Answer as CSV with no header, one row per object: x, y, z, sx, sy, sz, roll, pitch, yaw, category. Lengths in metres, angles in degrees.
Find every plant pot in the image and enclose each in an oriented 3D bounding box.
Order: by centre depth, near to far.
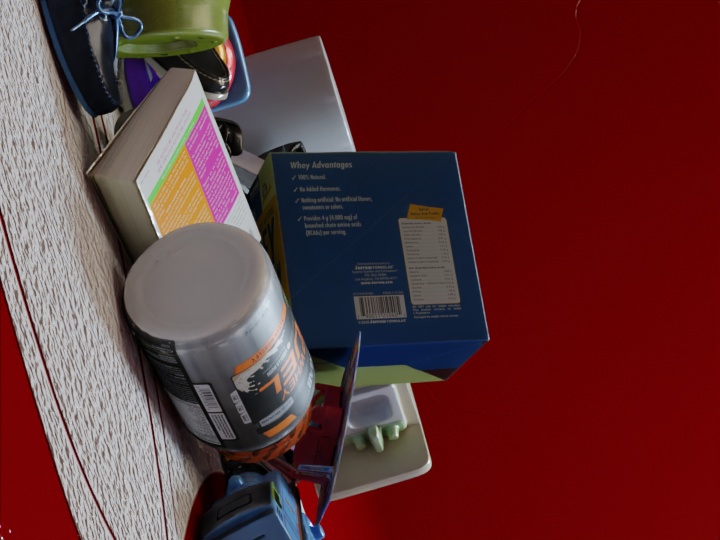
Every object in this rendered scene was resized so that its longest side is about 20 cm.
-0.189,-0.293,1.376,0.200,0.199,0.194,-11,95,-88,plant pot

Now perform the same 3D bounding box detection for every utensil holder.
-0.119,-0.176,1.849,0.170,0.199,0.171,-17,90,-87,utensil holder

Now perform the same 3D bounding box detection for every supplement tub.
-0.107,0.065,1.255,0.200,0.122,0.123,70,3,-51,supplement tub

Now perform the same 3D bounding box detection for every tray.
-0.123,-0.109,1.678,0.107,0.199,0.022,0,114,-61,tray

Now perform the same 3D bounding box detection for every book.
-0.146,-0.052,1.303,0.134,0.048,0.201,-62,149,-36,book

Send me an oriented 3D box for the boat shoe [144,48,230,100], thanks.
-0.185,-0.241,1.495,0.074,0.060,0.200,2,39,-49,boat shoe

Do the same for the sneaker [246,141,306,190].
-0.070,-0.067,1.716,0.201,0.079,0.075,63,7,35,sneaker

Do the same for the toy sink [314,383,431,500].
-0.014,0.124,1.658,0.112,0.130,0.201,71,4,-50,toy sink

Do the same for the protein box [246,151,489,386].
0.000,0.000,1.529,0.135,0.197,0.201,127,-43,-63,protein box

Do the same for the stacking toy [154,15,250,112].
-0.198,-0.219,1.607,0.200,0.115,0.110,-18,92,-79,stacking toy

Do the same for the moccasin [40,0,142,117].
-0.224,-0.227,1.257,0.080,0.068,0.201,51,22,-85,moccasin

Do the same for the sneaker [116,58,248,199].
-0.168,-0.136,1.521,0.070,0.099,0.201,-103,172,-66,sneaker

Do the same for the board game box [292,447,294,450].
-0.111,0.121,1.636,0.200,0.056,0.197,62,11,-80,board game box

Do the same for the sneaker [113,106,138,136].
-0.164,-0.055,1.387,0.200,0.074,0.107,72,2,-54,sneaker

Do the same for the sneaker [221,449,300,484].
-0.103,0.118,1.467,0.078,0.082,0.201,-99,173,-76,sneaker

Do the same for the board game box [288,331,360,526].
-0.039,0.144,1.402,0.200,0.039,0.159,110,-9,-67,board game box

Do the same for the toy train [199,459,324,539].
-0.079,0.224,1.284,0.200,0.086,0.115,-108,172,-77,toy train
